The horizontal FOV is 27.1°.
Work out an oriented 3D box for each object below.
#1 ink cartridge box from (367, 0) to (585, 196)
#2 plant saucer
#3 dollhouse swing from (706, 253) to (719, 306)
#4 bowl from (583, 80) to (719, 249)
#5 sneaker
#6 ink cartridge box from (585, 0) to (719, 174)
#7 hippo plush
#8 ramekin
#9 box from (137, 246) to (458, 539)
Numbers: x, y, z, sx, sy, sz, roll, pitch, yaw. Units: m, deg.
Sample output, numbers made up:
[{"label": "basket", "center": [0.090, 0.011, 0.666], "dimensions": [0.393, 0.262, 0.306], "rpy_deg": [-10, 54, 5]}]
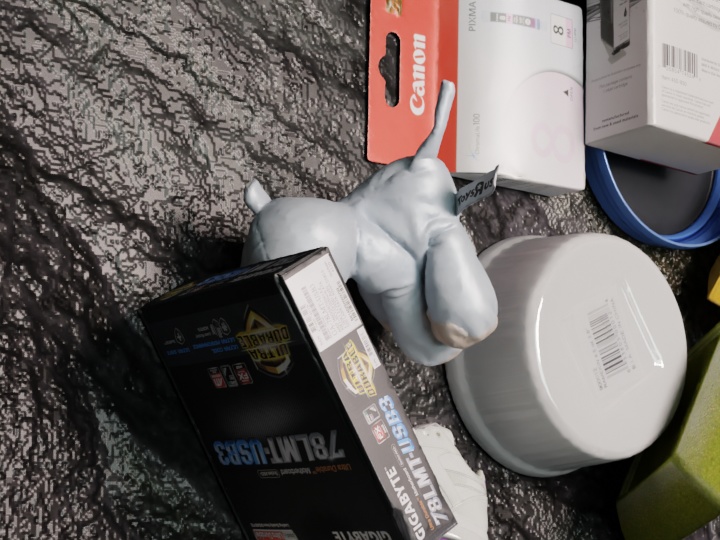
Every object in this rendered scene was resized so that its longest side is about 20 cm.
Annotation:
[{"label": "ink cartridge box", "center": [0.100, -0.155, 1.233], "dimensions": [0.198, 0.057, 0.165], "rpy_deg": [9, 78, -39]}, {"label": "plant saucer", "center": [0.278, 0.127, 1.244], "dimensions": [0.047, 0.200, 0.201], "rpy_deg": [27, 64, 1]}, {"label": "dollhouse swing", "center": [0.430, 0.010, 1.388], "dimensions": [0.199, 0.176, 0.183], "rpy_deg": [31, 91, 3]}, {"label": "bowl", "center": [0.275, -0.118, 1.355], "dimensions": [0.199, 0.039, 0.204], "rpy_deg": [7, 79, -35]}, {"label": "sneaker", "center": [0.019, 0.150, 1.124], "dimensions": [0.199, 0.074, 0.101], "rpy_deg": [35, 50, -30]}, {"label": "ink cartridge box", "center": [0.271, -0.199, 1.289], "dimensions": [0.145, 0.082, 0.203], "rpy_deg": [11, 76, -34]}, {"label": "hippo plush", "center": [0.000, 0.000, 1.062], "dimensions": [0.159, 0.200, 0.161], "rpy_deg": [-18, 71, -28]}, {"label": "ramekin", "center": [0.174, 0.065, 1.218], "dimensions": [0.198, 0.097, 0.204], "rpy_deg": [6, 79, -35]}, {"label": "box", "center": [-0.048, 0.094, 0.995], "dimensions": [0.049, 0.199, 0.201], "rpy_deg": [-29, 100, -34]}]
